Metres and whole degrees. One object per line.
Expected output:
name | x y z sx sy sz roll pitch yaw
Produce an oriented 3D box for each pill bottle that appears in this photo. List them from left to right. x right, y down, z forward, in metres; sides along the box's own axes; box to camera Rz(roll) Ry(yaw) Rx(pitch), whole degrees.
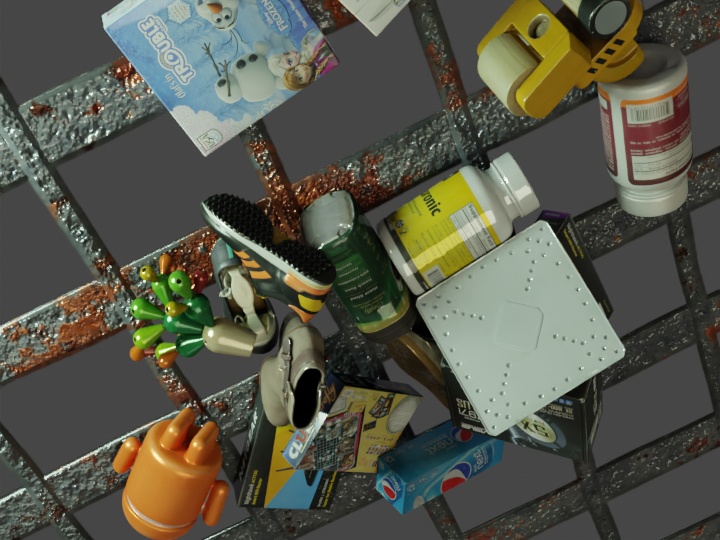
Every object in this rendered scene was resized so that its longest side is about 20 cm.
pill bottle | 0.128 -0.065 1.531 0.198 0.112 0.112 -31 127 5
pill bottle | 0.369 -0.178 1.529 0.112 0.115 0.202 -19 127 -4

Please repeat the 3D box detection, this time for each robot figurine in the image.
robot figurine | -0.264 0.289 1.649 0.142 0.117 0.202 10 119 -30

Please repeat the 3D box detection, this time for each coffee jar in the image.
coffee jar | 0.000 0.000 1.539 0.084 0.105 0.201 -26 127 11

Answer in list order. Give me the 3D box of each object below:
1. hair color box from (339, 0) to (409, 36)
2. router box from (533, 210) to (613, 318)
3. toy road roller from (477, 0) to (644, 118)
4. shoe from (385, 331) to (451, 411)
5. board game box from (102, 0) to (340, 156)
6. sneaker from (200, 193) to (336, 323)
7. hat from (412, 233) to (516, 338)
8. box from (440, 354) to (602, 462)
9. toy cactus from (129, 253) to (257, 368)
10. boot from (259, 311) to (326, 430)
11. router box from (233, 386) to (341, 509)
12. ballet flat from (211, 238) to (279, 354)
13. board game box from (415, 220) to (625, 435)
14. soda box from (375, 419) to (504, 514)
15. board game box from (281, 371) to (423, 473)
hair color box | -0.016 -0.369 1.307 0.111 0.064 0.199 -43 124 12
router box | 0.267 0.041 1.633 0.150 0.051 0.201 -54 133 -24
toy road roller | 0.254 -0.267 1.430 0.200 0.124 0.145 -46 136 15
shoe | 0.105 0.134 1.702 0.200 0.069 0.054 46 61 -32
board game box | -0.155 -0.262 1.348 0.197 0.044 0.201 -33 127 7
sneaker | -0.126 -0.011 1.458 0.199 0.070 0.091 34 124 14
hat | 0.147 0.033 1.624 0.197 0.081 0.203 -8 125 -11
box | 0.218 0.159 1.591 0.197 0.087 0.165 13 147 20
toy cactus | -0.212 0.066 1.511 0.162 0.103 0.202 18 133 -5
boot | -0.086 0.157 1.536 0.069 0.147 0.203 -1 120 -14
router box | -0.092 0.255 1.716 0.147 0.051 0.203 5 121 -19
ballet flat | -0.148 0.049 1.548 0.072 0.073 0.202 -18 127 -5
board game box | 0.200 0.073 1.498 0.198 0.202 0.026 -32 164 7
soda box | 0.119 0.279 1.750 0.198 0.068 0.065 -22 131 -31
board game box | -0.008 0.214 1.647 0.199 0.034 0.137 17 107 -54
